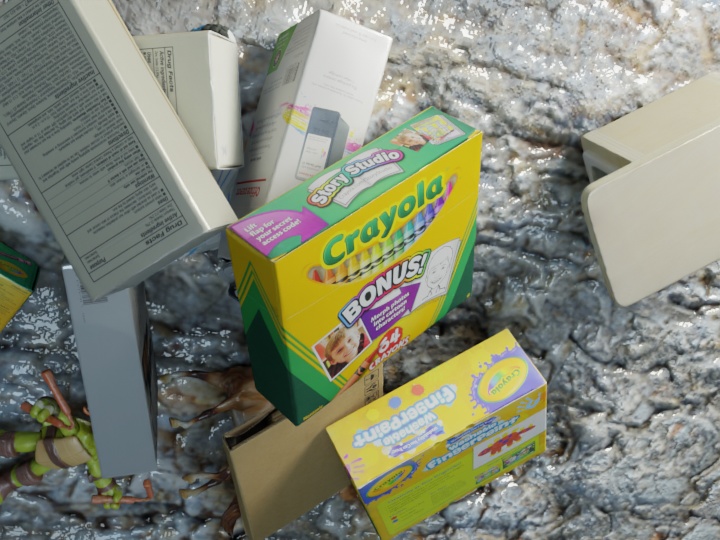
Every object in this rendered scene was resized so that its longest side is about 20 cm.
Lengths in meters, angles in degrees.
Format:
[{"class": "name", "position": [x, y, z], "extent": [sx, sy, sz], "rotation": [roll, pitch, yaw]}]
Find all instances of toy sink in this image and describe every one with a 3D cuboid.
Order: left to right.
[{"class": "toy sink", "position": [0.286, -0.078, 0.872], "extent": [0.200, 0.112, 0.131], "rotation": [-28, 117, -4]}]

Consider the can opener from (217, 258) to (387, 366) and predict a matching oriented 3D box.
[{"class": "can opener", "position": [-0.050, 0.034, 0.877], "extent": [0.053, 0.067, 0.200], "rotation": [-16, 136, 45]}]

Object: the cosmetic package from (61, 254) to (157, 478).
[{"class": "cosmetic package", "position": [-0.211, 0.052, 0.799], "extent": [0.051, 0.151, 0.201], "rotation": [-7, 116, -11]}]

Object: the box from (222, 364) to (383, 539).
[{"class": "box", "position": [-0.048, 0.174, 0.890], "extent": [0.163, 0.021, 0.200], "rotation": [-29, 147, -20]}]

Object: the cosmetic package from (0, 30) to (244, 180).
[{"class": "cosmetic package", "position": [-0.196, -0.124, 0.718], "extent": [0.199, 0.071, 0.106], "rotation": [0, 97, 9]}]

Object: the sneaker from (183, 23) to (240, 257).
[{"class": "sneaker", "position": [-0.132, -0.109, 0.798], "extent": [0.087, 0.075, 0.201], "rotation": [-2, 108, -56]}]

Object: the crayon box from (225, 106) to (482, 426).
[{"class": "crayon box", "position": [0.004, -0.004, 0.701], "extent": [0.200, 0.058, 0.173], "rotation": [-34, 143, -28]}]

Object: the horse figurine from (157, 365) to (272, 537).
[{"class": "horse figurine", "position": [-0.122, 0.159, 0.919], "extent": [0.132, 0.050, 0.201], "rotation": [-15, 110, -24]}]

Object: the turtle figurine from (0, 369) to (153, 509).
[{"class": "turtle figurine", "position": [-0.292, 0.161, 0.871], "extent": [0.161, 0.065, 0.200], "rotation": [-14, 133, 11]}]

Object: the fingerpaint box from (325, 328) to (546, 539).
[{"class": "fingerpaint box", "position": [0.081, 0.166, 0.912], "extent": [0.200, 0.073, 0.167], "rotation": [-28, 147, -7]}]

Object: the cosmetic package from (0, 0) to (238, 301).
[{"class": "cosmetic package", "position": [-0.184, -0.093, 0.646], "extent": [0.103, 0.073, 0.200], "rotation": [-29, 93, 12]}]

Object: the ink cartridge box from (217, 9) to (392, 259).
[{"class": "ink cartridge box", "position": [-0.049, -0.096, 0.750], "extent": [0.067, 0.117, 0.201], "rotation": [17, 87, -21]}]

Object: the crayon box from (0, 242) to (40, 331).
[{"class": "crayon box", "position": [-0.394, -0.001, 0.785], "extent": [0.200, 0.058, 0.119], "rotation": [36, 102, -24]}]
